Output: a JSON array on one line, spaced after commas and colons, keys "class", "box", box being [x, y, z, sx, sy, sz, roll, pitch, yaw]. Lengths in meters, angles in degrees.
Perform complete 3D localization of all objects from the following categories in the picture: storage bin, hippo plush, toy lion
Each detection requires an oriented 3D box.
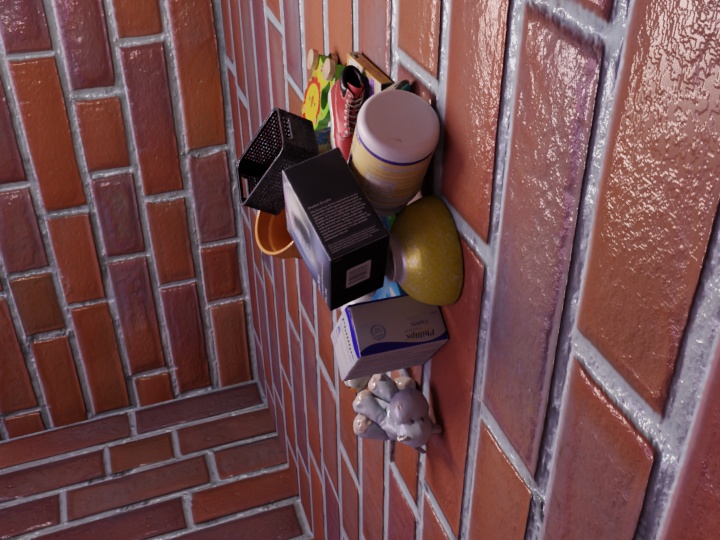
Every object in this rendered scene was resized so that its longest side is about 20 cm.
[{"class": "storage bin", "box": [-0.183, -0.234, 1.718, 0.200, 0.093, 0.137, -46, 43, 37]}, {"class": "hippo plush", "box": [0.074, 0.318, 1.651, 0.161, 0.156, 0.204, 179, 81, -74]}, {"class": "toy lion", "box": [-0.088, -0.397, 1.816, 0.200, 0.067, 0.195, -131, 49, -59]}]

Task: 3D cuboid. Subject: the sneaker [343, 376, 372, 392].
[{"class": "sneaker", "box": [0.023, 0.171, 1.739, 0.202, 0.075, 0.092, -64, 5, -31]}]

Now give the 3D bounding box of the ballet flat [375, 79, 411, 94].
[{"class": "ballet flat", "box": [0.046, -0.286, 1.489, 0.075, 0.067, 0.202, 40, 148, 25]}]

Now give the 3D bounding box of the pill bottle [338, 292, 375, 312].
[{"class": "pill bottle", "box": [-0.027, 0.027, 1.878, 0.121, 0.117, 0.202, 96, 157, -46]}]

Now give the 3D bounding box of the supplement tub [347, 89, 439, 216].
[{"class": "supplement tub", "box": [0.052, -0.202, 1.400, 0.201, 0.143, 0.148, 108, 147, -59]}]

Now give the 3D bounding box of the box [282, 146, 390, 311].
[{"class": "box", "box": [-0.048, -0.070, 1.419, 0.200, 0.121, 0.201, 61, 165, 24]}]

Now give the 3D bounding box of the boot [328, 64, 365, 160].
[{"class": "boot", "box": [-0.016, -0.303, 1.602, 0.144, 0.071, 0.204, 154, 106, -74]}]

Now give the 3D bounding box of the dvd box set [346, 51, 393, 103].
[{"class": "dvd box set", "box": [0.019, -0.348, 1.624, 0.201, 0.029, 0.149, -124, 27, -53]}]

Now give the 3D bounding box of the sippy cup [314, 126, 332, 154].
[{"class": "sippy cup", "box": [-0.053, -0.264, 1.756, 0.178, 0.128, 0.142, 133, 124, -70]}]

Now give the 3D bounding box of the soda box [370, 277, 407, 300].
[{"class": "soda box", "box": [0.078, 0.052, 1.630, 0.200, 0.063, 0.069, 116, 140, -66]}]

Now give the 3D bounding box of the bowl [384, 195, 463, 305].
[{"class": "bowl", "box": [0.097, -0.028, 1.430, 0.200, 0.106, 0.204, 169, 90, -74]}]

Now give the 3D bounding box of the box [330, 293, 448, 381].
[{"class": "box", "box": [0.051, 0.131, 1.561, 0.200, 0.180, 0.107, 120, 138, -66]}]

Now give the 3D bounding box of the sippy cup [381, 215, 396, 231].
[{"class": "sippy cup", "box": [0.000, -0.079, 1.665, 0.139, 0.128, 0.182, -170, 70, -72]}]

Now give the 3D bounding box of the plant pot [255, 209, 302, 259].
[{"class": "plant pot", "box": [-0.126, -0.111, 1.801, 0.198, 0.139, 0.204, -22, 58, 39]}]
